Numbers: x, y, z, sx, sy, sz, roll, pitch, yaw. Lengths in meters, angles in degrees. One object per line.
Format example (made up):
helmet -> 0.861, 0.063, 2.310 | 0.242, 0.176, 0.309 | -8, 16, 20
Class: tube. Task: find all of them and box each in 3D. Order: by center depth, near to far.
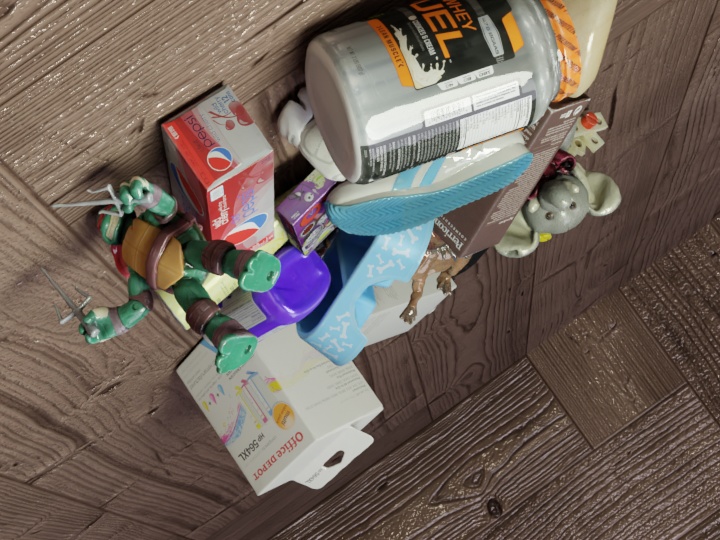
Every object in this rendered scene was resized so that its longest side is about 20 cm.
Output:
tube -> -0.104, -0.025, 1.529 | 0.200, 0.052, 0.058 | -40, -150, -9

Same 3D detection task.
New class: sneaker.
sneaker -> 0.029, -0.150, 1.360 | 0.199, 0.081, 0.075 | -35, 165, -9
sneaker -> 0.054, -0.094, 1.466 | 0.198, 0.081, 0.077 | -21, 161, -17

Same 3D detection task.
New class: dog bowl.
dog bowl -> 0.000, 0.000, 1.578 | 0.201, 0.049, 0.112 | -57, -157, 26

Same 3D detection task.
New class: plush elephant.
plush elephant -> 0.190, -0.104, 1.744 | 0.164, 0.155, 0.200 | -36, 166, 1

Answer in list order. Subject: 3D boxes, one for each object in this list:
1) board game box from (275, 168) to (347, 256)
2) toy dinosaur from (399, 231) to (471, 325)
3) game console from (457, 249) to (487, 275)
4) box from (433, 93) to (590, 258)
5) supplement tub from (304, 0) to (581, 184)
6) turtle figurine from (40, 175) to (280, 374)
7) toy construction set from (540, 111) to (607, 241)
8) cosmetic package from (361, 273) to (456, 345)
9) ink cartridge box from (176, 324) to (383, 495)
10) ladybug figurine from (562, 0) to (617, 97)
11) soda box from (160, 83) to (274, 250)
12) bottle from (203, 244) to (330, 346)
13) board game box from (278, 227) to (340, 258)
board game box -> 0.005, -0.104, 1.496 | 0.200, 0.032, 0.120 | -45, 164, -6
toy dinosaur -> 0.089, -0.030, 1.769 | 0.136, 0.086, 0.200 | -52, 165, 31
game console -> 0.117, -0.035, 2.095 | 0.176, 0.031, 0.200 | -20, 159, -36
box -> 0.129, -0.121, 1.596 | 0.075, 0.100, 0.201 | -22, 150, -45
supplement tub -> 0.065, -0.154, 1.270 | 0.198, 0.123, 0.123 | -20, 163, -14
turtle figurine -> -0.158, -0.009, 1.245 | 0.100, 0.199, 0.151 | -32, 139, -46
toy construction set -> 0.217, -0.109, 1.936 | 0.130, 0.093, 0.201 | 3, 138, -30
cosmetic package -> 0.012, 0.034, 1.933 | 0.108, 0.085, 0.199 | -43, 165, 32
ink cartridge box -> -0.084, 0.143, 1.813 | 0.125, 0.201, 0.129 | -19, 159, -50
ladybug figurine -> 0.182, -0.225, 1.400 | 0.200, 0.071, 0.137 | -62, 166, -69
soda box -> -0.112, -0.069, 1.297 | 0.063, 0.070, 0.200 | -33, 166, -13
bottle -> -0.104, 0.034, 1.619 | 0.084, 0.065, 0.200 | -44, -172, -30
board game box -> -0.022, -0.043, 1.689 | 0.135, 0.035, 0.200 | -34, 166, -8
